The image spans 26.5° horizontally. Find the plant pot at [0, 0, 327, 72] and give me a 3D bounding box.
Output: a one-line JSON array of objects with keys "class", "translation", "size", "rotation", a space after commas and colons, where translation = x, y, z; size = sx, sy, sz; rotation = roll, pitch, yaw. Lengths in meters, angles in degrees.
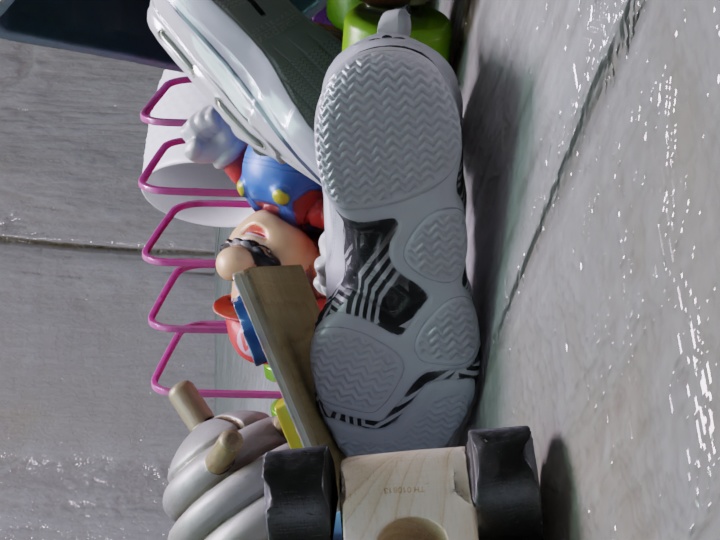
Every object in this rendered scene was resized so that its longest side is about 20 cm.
[{"class": "plant pot", "translation": [-0.119, -0.264, 0.951], "size": [0.195, 0.195, 0.202], "rotation": [-31, 62, 47]}]

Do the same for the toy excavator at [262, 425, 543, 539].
[{"class": "toy excavator", "translation": [0.028, 0.184, 0.543], "size": [0.196, 0.099, 0.202], "rotation": [-95, -2, -50]}]

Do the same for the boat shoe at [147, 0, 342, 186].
[{"class": "boat shoe", "translation": [-0.042, -0.097, 0.834], "size": [0.201, 0.073, 0.067], "rotation": [52, 138, 16]}]

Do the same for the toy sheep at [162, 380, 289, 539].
[{"class": "toy sheep", "translation": [-0.055, 0.148, 0.918], "size": [0.201, 0.137, 0.138], "rotation": [59, 161, 16]}]

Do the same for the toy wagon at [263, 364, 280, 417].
[{"class": "toy wagon", "translation": [-0.037, 0.157, 1.075], "size": [0.200, 0.039, 0.157], "rotation": [-109, 13, -67]}]

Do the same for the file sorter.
[{"class": "file sorter", "translation": [-0.080, -0.026, 1.046], "size": [0.139, 0.124, 0.202], "rotation": [-79, -11, -70]}]

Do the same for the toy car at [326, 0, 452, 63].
[{"class": "toy car", "translation": [-0.052, -0.191, 0.745], "size": [0.158, 0.197, 0.166], "rotation": [-104, 18, -63]}]

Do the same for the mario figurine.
[{"class": "mario figurine", "translation": [-0.052, -0.045, 0.891], "size": [0.123, 0.105, 0.203], "rotation": [-155, 71, -77]}]

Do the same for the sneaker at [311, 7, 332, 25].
[{"class": "sneaker", "translation": [-0.042, -0.221, 1.062], "size": [0.089, 0.079, 0.203], "rotation": [-80, -5, -73]}]

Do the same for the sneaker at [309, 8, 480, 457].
[{"class": "sneaker", "translation": [0.017, -0.017, 0.691], "size": [0.115, 0.074, 0.202], "rotation": [-82, -8, -63]}]

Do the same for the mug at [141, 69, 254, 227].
[{"class": "mug", "translation": [-0.129, -0.144, 1.564], "size": [0.200, 0.146, 0.177], "rotation": [46, -137, -57]}]

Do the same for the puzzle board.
[{"class": "puzzle board", "translation": [-0.018, 0.070, 0.746], "size": [0.200, 0.017, 0.152], "rotation": [-10, -102, -85]}]
